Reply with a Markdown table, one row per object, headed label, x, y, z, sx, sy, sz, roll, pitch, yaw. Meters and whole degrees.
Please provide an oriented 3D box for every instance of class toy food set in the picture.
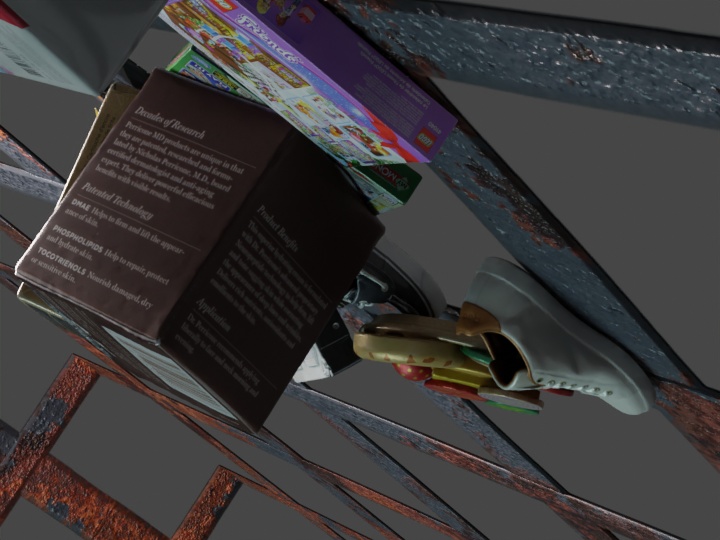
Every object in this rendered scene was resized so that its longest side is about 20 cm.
| label | x | y | z | sx | sy | sz | roll | pitch | yaw |
| --- | --- | --- | --- | --- | --- | --- | --- | --- | --- |
| toy food set | 0.093 | 0.083 | 1.597 | 0.197 | 0.049 | 0.200 | 13 | 170 | 5 |

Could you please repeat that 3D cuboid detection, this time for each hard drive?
| label | x | y | z | sx | sy | sz | roll | pitch | yaw |
| --- | --- | --- | --- | --- | --- | --- | --- | --- | --- |
| hard drive | -0.075 | 0.006 | 1.639 | 0.201 | 0.038 | 0.140 | 63 | 163 | -3 |

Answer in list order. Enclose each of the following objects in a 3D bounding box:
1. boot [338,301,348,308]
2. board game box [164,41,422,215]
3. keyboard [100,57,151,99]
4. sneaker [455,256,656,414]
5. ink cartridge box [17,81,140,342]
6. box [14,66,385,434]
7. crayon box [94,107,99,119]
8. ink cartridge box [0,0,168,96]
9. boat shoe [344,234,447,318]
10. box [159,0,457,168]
| label | x | y | z | sx | sy | sz | roll | pitch | yaw |
| --- | --- | --- | --- | --- | --- | --- | --- | --- | --- |
| boot | -0.100 | 0.051 | 1.805 | 0.200 | 0.151 | 0.073 | 15 | 159 | 49 |
| board game box | -0.058 | -0.111 | 1.395 | 0.200 | 0.029 | 0.135 | 35 | 166 | -11 |
| keyboard | -0.215 | -0.171 | 1.507 | 0.127 | 0.021 | 0.200 | 12 | 164 | 43 |
| sneaker | 0.154 | 0.076 | 1.463 | 0.200 | 0.085 | 0.073 | 36 | 165 | -22 |
| ink cartridge box | -0.204 | -0.040 | 1.530 | 0.075 | 0.201 | 0.165 | 22 | 171 | 7 |
| box | -0.120 | -0.015 | 1.383 | 0.164 | 0.200 | 0.166 | 22 | 163 | 36 |
| crayon box | -0.178 | -0.061 | 1.682 | 0.200 | 0.051 | 0.126 | 60 | 169 | 7 |
| ink cartridge box | -0.222 | -0.218 | 1.132 | 0.200 | 0.145 | 0.145 | 17 | 160 | 49 |
| boat shoe | 0.000 | 0.000 | 1.573 | 0.072 | 0.068 | 0.200 | 18 | 161 | 46 |
| box | -0.044 | -0.144 | 1.219 | 0.200 | 0.039 | 0.137 | 38 | 166 | -22 |
